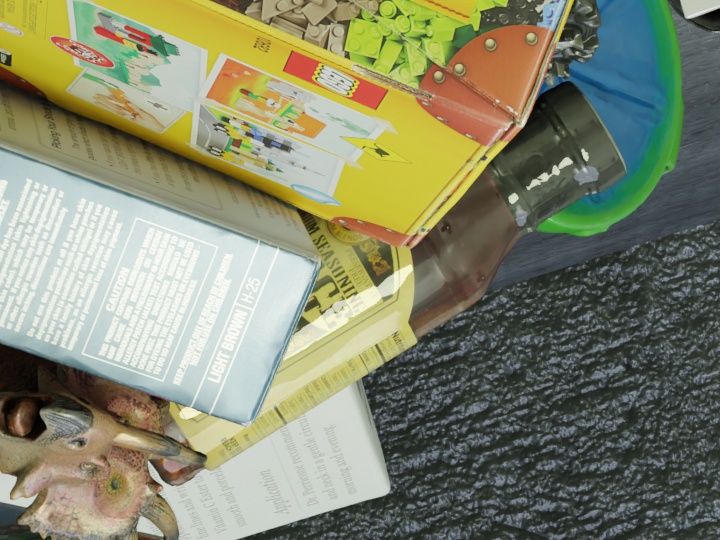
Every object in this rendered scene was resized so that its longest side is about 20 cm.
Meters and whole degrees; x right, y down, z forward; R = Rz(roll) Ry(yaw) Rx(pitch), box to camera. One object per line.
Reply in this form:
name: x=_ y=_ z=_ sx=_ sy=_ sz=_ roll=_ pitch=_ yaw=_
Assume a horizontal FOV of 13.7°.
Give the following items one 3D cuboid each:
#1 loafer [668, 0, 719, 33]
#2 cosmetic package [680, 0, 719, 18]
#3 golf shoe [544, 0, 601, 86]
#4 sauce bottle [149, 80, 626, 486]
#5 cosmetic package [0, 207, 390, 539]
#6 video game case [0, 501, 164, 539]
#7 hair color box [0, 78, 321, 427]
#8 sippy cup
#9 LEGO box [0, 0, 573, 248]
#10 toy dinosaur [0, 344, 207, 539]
loafer: x=0.147 y=-0.129 z=1.170 sx=0.070 sy=0.068 sz=0.201 roll=-27 pitch=-168 yaw=1
cosmetic package: x=0.192 y=-0.162 z=1.024 sx=0.199 sy=0.083 sz=0.051 roll=-18 pitch=-162 yaw=15
golf shoe: x=0.024 y=-0.105 z=1.057 sx=0.077 sy=0.095 sz=0.200 roll=1 pitch=176 yaw=-21
sauce bottle: x=0.000 y=0.000 z=1.063 sx=0.199 sy=0.066 sz=0.066 roll=-34 pitch=175 yaw=-2
cosmetic package: x=-0.111 y=0.016 z=1.205 sx=0.199 sy=0.166 sz=0.165 roll=-16 pitch=148 yaw=0
video game case: x=-0.147 y=0.102 z=1.006 sx=0.142 sy=0.018 sz=0.199 roll=-8 pitch=-171 yaw=-43
hair color box: x=-0.119 y=-0.025 z=0.904 sx=0.199 sy=0.061 sz=0.100 roll=20 pitch=-167 yaw=-15
sippy cup: x=0.043 y=-0.078 z=1.247 sx=0.130 sy=0.178 sz=0.140 roll=-7 pitch=-148 yaw=46
LEGO box: x=-0.026 y=-0.082 z=0.832 sx=0.148 sy=0.078 sz=0.200 roll=23 pitch=170 yaw=-4
toy dinosaur: x=-0.099 y=0.040 z=0.978 sx=0.135 sy=0.086 sz=0.200 roll=2 pitch=-157 yaw=16
